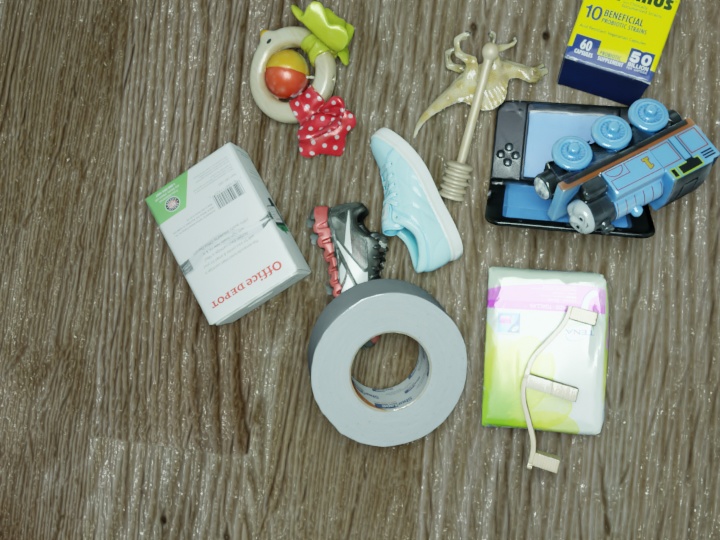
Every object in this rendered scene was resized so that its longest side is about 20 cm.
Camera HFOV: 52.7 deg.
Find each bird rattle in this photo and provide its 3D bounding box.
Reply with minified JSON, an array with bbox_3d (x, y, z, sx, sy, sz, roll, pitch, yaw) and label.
[{"bbox_3d":[-0.077,-0.261,1.003,0.160,0.112,0.204,10,102,22],"label":"bird rattle"}]

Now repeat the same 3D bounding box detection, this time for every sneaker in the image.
[{"bbox_3d":[0.055,-0.090,0.951,0.081,0.074,0.202,-28,81,-18],"label":"sneaker"},{"bbox_3d":[0.000,0.000,0.968,0.096,0.071,0.204,-18,83,11],"label":"sneaker"}]

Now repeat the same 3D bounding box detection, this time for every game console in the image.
[{"bbox_3d":[0.262,-0.131,0.903,0.196,0.116,0.179,6,89,10],"label":"game console"}]

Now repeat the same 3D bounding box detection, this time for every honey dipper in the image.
[{"bbox_3d":[0.144,-0.192,0.942,0.037,0.038,0.203,17,106,11],"label":"honey dipper"}]

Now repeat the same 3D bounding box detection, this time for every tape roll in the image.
[{"bbox_3d":[0.033,0.116,0.921,0.196,0.066,0.204,-2,104,-8],"label":"tape roll"}]

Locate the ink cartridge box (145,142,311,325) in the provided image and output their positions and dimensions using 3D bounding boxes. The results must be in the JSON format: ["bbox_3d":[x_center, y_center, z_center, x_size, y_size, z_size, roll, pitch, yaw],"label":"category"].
[{"bbox_3d":[-0.179,-0.046,0.998,0.145,0.084,0.202,-30,83,8],"label":"ink cartridge box"}]

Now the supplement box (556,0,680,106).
[{"bbox_3d":[0.332,-0.327,0.902,0.107,0.109,0.203,20,90,11],"label":"supplement box"}]

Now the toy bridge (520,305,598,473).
[{"bbox_3d":[0.228,0.140,0.872,0.066,0.027,0.204,15,91,15],"label":"toy bridge"}]

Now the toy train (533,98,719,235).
[{"bbox_3d":[0.299,-0.114,0.829,0.198,0.087,0.115,-26,64,-10],"label":"toy train"}]

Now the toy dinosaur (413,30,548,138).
[{"bbox_3d":[0.146,-0.256,0.960,0.197,0.058,0.103,-21,85,9],"label":"toy dinosaur"}]

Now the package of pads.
[{"bbox_3d":[0.235,0.100,0.922,0.152,0.068,0.204,3,89,12],"label":"package of pads"}]
